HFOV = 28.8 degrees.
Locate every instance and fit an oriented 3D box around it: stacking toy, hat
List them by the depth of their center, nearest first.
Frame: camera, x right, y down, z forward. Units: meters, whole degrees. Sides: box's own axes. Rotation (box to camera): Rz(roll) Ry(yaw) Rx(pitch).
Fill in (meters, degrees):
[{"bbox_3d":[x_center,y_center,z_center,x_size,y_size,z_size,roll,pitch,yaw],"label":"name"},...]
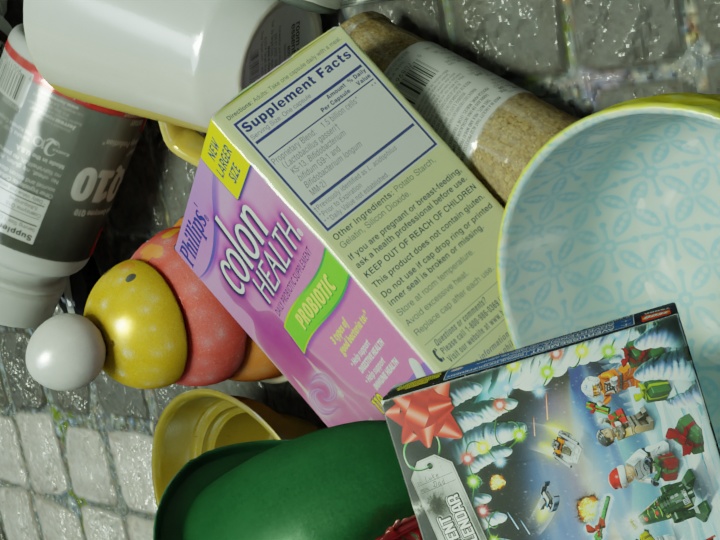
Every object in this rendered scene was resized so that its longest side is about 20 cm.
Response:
[{"bbox_3d":[0.014,0.092,0.695,0.177,0.197,0.167,-64,33,35],"label":"hat"},{"bbox_3d":[-0.134,0.033,0.939,0.145,0.199,0.148,21,120,40],"label":"stacking toy"}]

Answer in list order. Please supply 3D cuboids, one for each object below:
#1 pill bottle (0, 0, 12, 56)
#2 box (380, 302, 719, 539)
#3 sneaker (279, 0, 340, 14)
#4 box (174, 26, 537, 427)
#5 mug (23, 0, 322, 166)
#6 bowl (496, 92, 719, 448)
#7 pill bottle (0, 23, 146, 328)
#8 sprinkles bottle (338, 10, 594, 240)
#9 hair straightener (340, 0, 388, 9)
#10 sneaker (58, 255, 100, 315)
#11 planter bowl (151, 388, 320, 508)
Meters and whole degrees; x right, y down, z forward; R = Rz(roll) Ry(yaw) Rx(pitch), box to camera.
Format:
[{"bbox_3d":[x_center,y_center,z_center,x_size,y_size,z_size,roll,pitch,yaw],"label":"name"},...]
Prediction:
[{"bbox_3d":[-0.336,-0.145,1.107,0.109,0.108,0.203,-11,65,48],"label":"pill bottle"},{"bbox_3d":[0.103,0.131,0.618,0.135,0.040,0.203,-17,93,12],"label":"box"},{"bbox_3d":[-0.032,-0.233,0.789,0.087,0.074,0.202,-57,38,37],"label":"sneaker"},{"bbox_3d":[0.000,0.000,0.797,0.200,0.096,0.176,49,155,8],"label":"box"},{"bbox_3d":[-0.099,-0.152,0.902,0.152,0.186,0.151,25,88,28],"label":"mug"},{"bbox_3d":[0.173,0.001,0.657,0.199,0.107,0.203,23,127,33],"label":"bowl"},{"bbox_3d":[-0.236,-0.068,1.031,0.113,0.113,0.202,36,109,32],"label":"pill bottle"},{"bbox_3d":[0.063,-0.079,0.780,0.199,0.068,0.069,34,128,34],"label":"sprinkles bottle"},{"bbox_3d":[0.026,-0.223,0.778,0.077,0.041,0.201,46,129,23],"label":"hair straightener"},{"bbox_3d":[-0.279,-0.030,1.149,0.201,0.082,0.072,60,178,21],"label":"sneaker"},{"bbox_3d":[-0.058,0.167,1.001,0.199,0.083,0.203,22,122,41],"label":"planter bowl"}]
